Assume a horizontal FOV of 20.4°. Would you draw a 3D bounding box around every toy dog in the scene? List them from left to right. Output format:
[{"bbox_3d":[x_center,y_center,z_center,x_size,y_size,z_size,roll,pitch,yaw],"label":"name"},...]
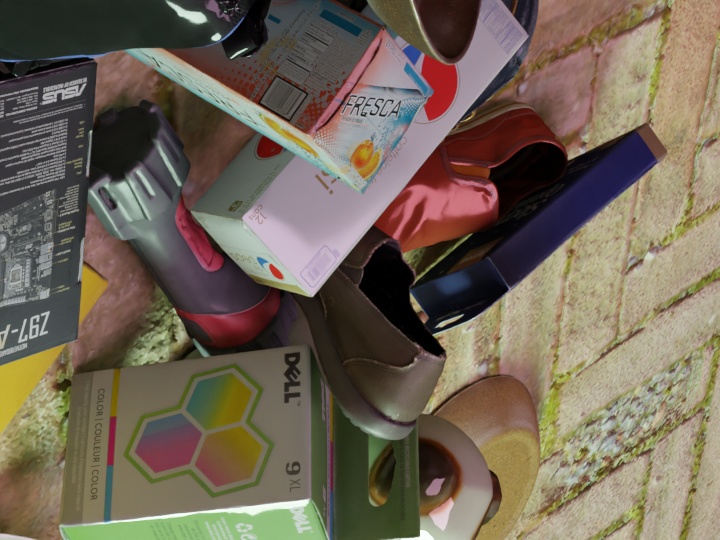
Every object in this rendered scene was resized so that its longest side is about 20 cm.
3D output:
[{"bbox_3d":[-0.005,0.113,1.250,0.194,0.199,0.140,-52,148,-7],"label":"toy dog"}]

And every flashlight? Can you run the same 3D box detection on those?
[{"bbox_3d":[-0.096,-0.018,1.146,0.067,0.068,0.201,-20,140,5],"label":"flashlight"}]

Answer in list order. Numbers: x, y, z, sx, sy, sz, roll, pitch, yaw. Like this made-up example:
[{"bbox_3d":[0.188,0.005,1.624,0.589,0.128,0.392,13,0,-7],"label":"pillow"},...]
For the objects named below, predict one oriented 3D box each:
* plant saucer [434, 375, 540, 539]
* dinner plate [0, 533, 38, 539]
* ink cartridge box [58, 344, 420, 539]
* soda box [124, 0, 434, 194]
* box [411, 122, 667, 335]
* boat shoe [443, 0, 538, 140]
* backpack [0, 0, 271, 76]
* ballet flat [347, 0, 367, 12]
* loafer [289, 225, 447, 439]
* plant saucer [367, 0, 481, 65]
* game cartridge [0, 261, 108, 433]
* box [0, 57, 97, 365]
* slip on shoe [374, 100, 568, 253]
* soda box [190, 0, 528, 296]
[{"bbox_3d":[0.083,0.179,1.581,0.200,0.035,0.201,-34,142,-32],"label":"plant saucer"},{"bbox_3d":[-0.224,0.252,1.166,0.199,0.024,0.202,-1,93,-28],"label":"dinner plate"},{"bbox_3d":[-0.068,0.105,1.149,0.060,0.198,0.105,73,13,-52],"label":"ink cartridge box"},{"bbox_3d":[-0.063,-0.116,0.974,0.064,0.199,0.068,-54,148,-5],"label":"soda box"},{"bbox_3d":[0.111,-0.024,1.380,0.200,0.033,0.121,-41,-173,-26],"label":"box"},{"bbox_3d":[0.045,-0.107,1.249,0.201,0.071,0.091,-59,149,4],"label":"boat shoe"},{"bbox_3d":[-0.105,-0.201,0.872,0.134,0.181,0.201,40,62,-43],"label":"backpack"},{"bbox_3d":[0.012,-0.164,1.174,0.075,0.068,0.201,32,85,-36],"label":"ballet flat"},{"bbox_3d":[0.000,0.000,1.158,0.071,0.201,0.073,-42,150,26],"label":"loafer"},{"bbox_3d":[0.022,-0.194,0.907,0.200,0.034,0.202,-2,90,-75],"label":"plant saucer"},{"bbox_3d":[-0.240,0.050,1.044,0.201,0.032,0.176,-53,148,-3],"label":"game cartridge"},{"bbox_3d":[-0.219,-0.017,0.943,0.199,0.043,0.161,-20,130,-39],"label":"box"},{"bbox_3d":[0.062,-0.051,1.330,0.199,0.061,0.075,-30,141,-34],"label":"slip on shoe"},{"bbox_3d":[0.000,-0.082,1.104,0.200,0.068,0.064,-50,116,-16],"label":"soda box"}]
